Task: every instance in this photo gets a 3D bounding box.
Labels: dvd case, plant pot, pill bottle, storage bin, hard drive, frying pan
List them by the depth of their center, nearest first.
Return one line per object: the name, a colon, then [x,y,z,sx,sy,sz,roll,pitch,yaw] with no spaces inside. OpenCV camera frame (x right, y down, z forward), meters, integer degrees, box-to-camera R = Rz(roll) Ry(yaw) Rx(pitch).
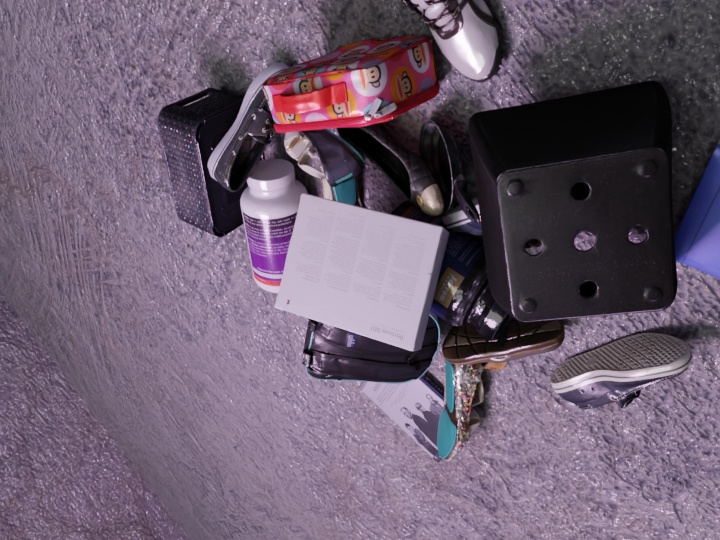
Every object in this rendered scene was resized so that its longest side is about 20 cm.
plant pot: [0.204,-0.055,0.580,0.195,0.178,0.205,-6,108,18]
hard drive: [0.420,-0.030,0.585,0.197,0.025,0.134,28,134,25]
frying pan: [0.108,-0.125,0.728,0.190,0.030,0.118,-140,38,-74]
pill bottle: [0.117,0.002,0.819,0.198,0.112,0.113,35,137,18]
storage bin: [-0.236,-0.176,0.993,0.092,0.135,0.204,21,131,29]
pill bottle: [-0.135,-0.072,0.995,0.111,0.112,0.204,20,131,30]
dvd case: [0.097,0.236,1.075,0.199,0.025,0.151,42,139,12]

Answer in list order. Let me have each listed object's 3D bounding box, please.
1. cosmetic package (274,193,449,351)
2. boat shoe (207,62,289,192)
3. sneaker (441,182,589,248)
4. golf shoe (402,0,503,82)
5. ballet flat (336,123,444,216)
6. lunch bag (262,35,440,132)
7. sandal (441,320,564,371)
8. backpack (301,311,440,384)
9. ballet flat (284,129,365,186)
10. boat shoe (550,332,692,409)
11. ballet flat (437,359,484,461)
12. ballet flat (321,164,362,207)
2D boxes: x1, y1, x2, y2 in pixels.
cosmetic package: [0.000,0.000,0.774,0.196,0.052,0.155,16,90,19]
boat shoe: [-0.152,-0.206,0.895,0.057,0.068,0.201,45,108,27]
sneaker: [0.188,-0.063,0.732,0.198,0.078,0.081,-15,103,45]
golf shoe: [0.081,-0.289,0.656,0.077,0.094,0.202,-21,105,46]
ballet flat: [0.040,-0.136,0.794,0.201,0.056,0.067,50,153,30]
lunch bag: [-0.019,-0.221,0.732,0.197,0.175,0.084,7,122,40]
sandal: [0.200,0.107,0.859,0.197,0.082,0.055,-14,123,39]
backpack: [0.020,0.077,0.917,0.195,0.155,0.179,11,123,-2]
ballet flat: [-0.068,-0.176,0.837,0.200,0.072,0.074,49,147,41]
boat shoe: [0.326,0.131,0.756,0.062,0.075,0.199,47,145,-5]
ballet flat: [0.162,0.218,0.957,0.076,0.062,0.204,-113,22,-58]
ballet flat: [-0.030,-0.096,0.929,0.068,0.069,0.204,19,128,31]
